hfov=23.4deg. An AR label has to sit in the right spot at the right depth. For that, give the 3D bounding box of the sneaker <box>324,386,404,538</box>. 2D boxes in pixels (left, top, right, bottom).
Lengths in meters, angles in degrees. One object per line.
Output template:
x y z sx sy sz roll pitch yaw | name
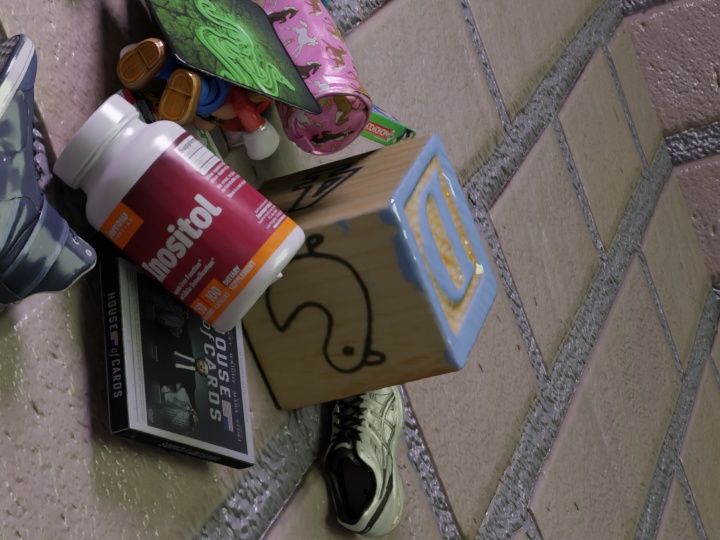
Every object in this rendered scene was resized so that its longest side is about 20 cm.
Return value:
0.000 0.174 1.794 0.088 0.076 0.200 20 57 -63 | sneaker

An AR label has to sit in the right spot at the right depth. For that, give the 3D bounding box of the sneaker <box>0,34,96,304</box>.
-0.259 -0.069 1.326 0.146 0.077 0.203 42 48 -35 | sneaker

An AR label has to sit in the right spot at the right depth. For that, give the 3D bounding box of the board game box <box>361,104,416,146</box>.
-0.050 -0.193 1.796 0.200 0.029 0.135 36 10 24 | board game box

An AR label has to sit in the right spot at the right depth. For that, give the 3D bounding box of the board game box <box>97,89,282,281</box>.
-0.154 -0.070 1.581 0.200 0.035 0.126 62 22 7 | board game box

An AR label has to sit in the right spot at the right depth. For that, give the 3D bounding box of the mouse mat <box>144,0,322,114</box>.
-0.126 -0.217 1.562 0.161 0.008 0.200 18 30 -36 | mouse mat

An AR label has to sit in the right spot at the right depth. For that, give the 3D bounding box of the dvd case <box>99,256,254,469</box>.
-0.156 0.084 1.500 0.200 0.025 0.151 27 52 -59 | dvd case

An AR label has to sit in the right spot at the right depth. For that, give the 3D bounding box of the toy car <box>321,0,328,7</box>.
-0.010 -0.412 1.964 0.177 0.200 0.184 60 28 -32 | toy car

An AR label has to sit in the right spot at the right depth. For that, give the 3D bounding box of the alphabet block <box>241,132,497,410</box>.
0.000 0.000 1.741 0.196 0.200 0.196 67 24 -16 | alphabet block

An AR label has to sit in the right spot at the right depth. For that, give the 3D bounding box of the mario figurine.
-0.146 -0.152 1.562 0.200 0.106 0.124 -7 84 -68 | mario figurine

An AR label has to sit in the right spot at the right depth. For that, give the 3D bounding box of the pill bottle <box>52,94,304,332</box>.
-0.154 -0.050 1.452 0.200 0.113 0.113 40 29 -3 | pill bottle

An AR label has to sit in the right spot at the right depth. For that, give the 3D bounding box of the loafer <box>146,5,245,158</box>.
-0.151 -0.207 1.667 0.200 0.063 0.072 70 -13 -18 | loafer

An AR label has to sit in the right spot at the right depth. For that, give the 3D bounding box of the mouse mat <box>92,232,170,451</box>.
-0.171 0.047 1.548 0.161 0.008 0.200 -37 109 -65 | mouse mat

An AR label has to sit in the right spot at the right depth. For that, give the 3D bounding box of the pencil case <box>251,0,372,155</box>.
-0.058 -0.200 1.669 0.083 0.087 0.200 5 41 -33 | pencil case
